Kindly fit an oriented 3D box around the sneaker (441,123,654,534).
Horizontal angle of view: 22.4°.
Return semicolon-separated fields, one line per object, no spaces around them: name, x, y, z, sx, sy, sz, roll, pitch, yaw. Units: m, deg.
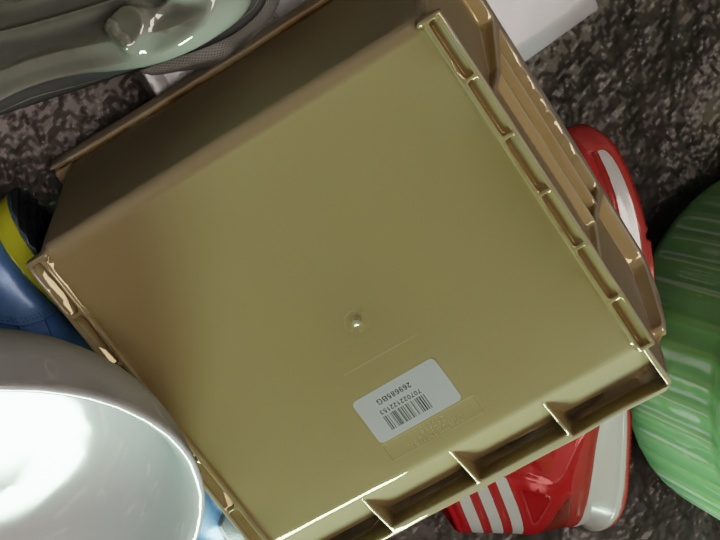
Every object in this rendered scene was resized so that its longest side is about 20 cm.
sneaker;0.070;0.035;0.855;0.115;0.078;0.202;-7;102;-20

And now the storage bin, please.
storage bin;0.000;0.000;0.767;0.199;0.094;0.199;-30;113;15

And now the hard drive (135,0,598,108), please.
hard drive;-0.003;-0.119;0.821;0.199;0.027;0.132;-36;111;-9

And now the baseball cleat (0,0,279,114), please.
baseball cleat;-0.123;-0.093;0.739;0.198;0.106;0.070;-4;88;24

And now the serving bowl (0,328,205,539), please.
serving bowl;-0.165;0.089;0.727;0.198;0.066;0.201;-13;139;-12

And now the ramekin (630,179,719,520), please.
ramekin;0.222;0.042;0.884;0.199;0.097;0.202;-8;104;-31

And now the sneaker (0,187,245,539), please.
sneaker;-0.123;0.058;0.800;0.078;0.066;0.200;-35;113;7
